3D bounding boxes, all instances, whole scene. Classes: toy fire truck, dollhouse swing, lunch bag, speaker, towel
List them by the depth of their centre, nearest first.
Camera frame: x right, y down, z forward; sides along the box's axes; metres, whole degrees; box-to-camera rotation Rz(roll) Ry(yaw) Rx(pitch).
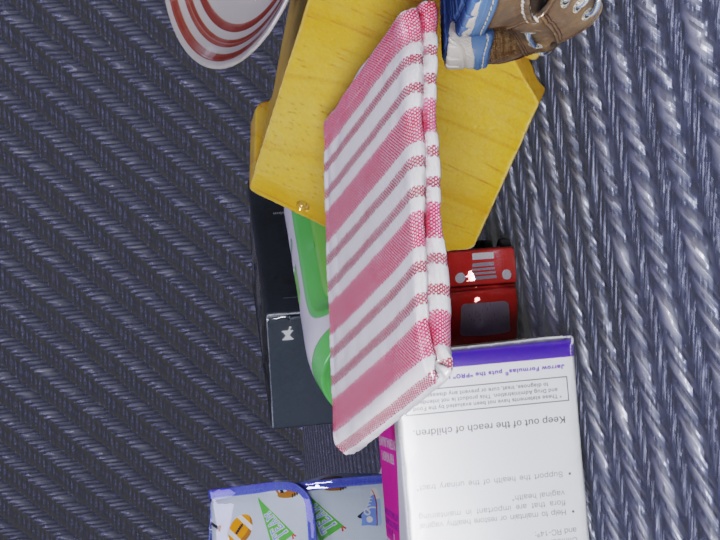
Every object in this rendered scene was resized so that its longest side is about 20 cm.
[{"bbox_3d":[0.016,-0.018,0.959,0.146,0.030,0.202,133,138,-65],"label":"towel"},{"bbox_3d":[0.029,-0.147,1.113,0.201,0.180,0.177,112,-176,-46],"label":"dollhouse swing"},{"bbox_3d":[0.000,0.000,1.181,0.201,0.087,0.089,-101,9,-51],"label":"speaker"},{"bbox_3d":[0.067,0.052,1.226,0.200,0.048,0.143,-178,84,-84],"label":"toy fire truck"},{"bbox_3d":[-0.024,0.254,1.541,0.124,0.197,0.172,118,148,-80],"label":"lunch bag"}]

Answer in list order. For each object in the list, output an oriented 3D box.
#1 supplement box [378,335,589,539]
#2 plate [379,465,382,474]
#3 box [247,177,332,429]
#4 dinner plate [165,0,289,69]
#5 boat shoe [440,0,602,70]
[{"bbox_3d":[0.068,0.141,1.022,0.101,0.102,0.203,154,110,-83],"label":"supplement box"},{"bbox_3d":[0.037,0.301,1.797,0.200,0.032,0.202,-107,14,-65],"label":"plate"},{"bbox_3d":[-0.007,0.016,1.453,0.201,0.147,0.108,-102,9,-57],"label":"box"},{"bbox_3d":[-0.065,-0.217,1.083,0.199,0.024,0.203,-15,72,56],"label":"dinner plate"},{"bbox_3d":[0.075,-0.141,0.869,0.200,0.071,0.073,87,180,-88],"label":"boat shoe"}]
